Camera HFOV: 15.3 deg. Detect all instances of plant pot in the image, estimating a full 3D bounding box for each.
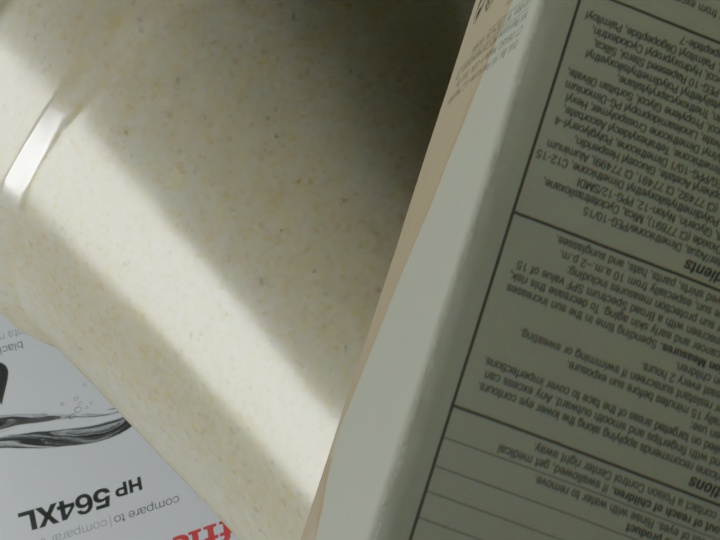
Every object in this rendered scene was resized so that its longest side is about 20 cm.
[{"bbox_3d":[0.000,0.000,0.755,0.184,0.200,0.201,52,154,28],"label":"plant pot"}]

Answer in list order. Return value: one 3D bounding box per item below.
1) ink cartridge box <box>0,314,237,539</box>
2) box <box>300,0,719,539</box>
[{"bbox_3d":[-0.122,0.049,1.246,0.084,0.145,0.201,-138,35,-57],"label":"ink cartridge box"},{"bbox_3d":[0.049,0.028,0.607,0.078,0.095,0.201,145,146,-73],"label":"box"}]
